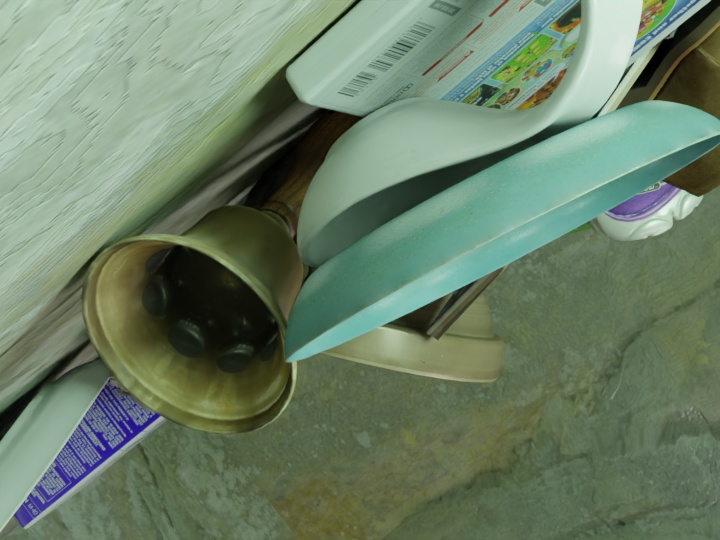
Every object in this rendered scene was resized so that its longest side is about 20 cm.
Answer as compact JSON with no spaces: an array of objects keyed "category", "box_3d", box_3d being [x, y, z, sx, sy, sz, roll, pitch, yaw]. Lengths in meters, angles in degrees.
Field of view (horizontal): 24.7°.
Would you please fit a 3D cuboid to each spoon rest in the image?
[{"category":"spoon rest","box_3d":[0.042,-0.056,0.630,0.099,0.061,0.200,-15,155,-40]}]

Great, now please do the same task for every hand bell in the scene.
[{"category":"hand bell","box_3d":[-0.038,-0.027,0.777,0.104,0.104,0.200,-39,-168,42]}]

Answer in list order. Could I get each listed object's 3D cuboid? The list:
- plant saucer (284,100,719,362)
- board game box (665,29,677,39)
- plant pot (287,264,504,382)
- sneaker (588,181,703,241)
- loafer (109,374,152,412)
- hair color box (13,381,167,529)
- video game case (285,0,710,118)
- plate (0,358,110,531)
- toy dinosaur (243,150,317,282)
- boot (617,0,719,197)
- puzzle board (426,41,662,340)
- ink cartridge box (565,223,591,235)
[{"category":"plant saucer","box_3d":[0.054,-0.019,0.659,0.199,0.028,0.200,-26,175,-2]},{"category":"board game box","box_3d":[0.202,-0.175,1.129,0.199,0.047,0.151,-26,-171,-10]},{"category":"plant pot","box_3d":[0.000,0.000,1.022,0.201,0.199,0.094,-27,132,-85]},{"category":"sneaker","box_3d":[0.203,-0.107,0.999,0.080,0.084,0.200,19,-120,48]},{"category":"loafer","box_3d":[-0.113,0.058,0.995,0.071,0.064,0.200,2,-178,0]},{"category":"hair color box","box_3d":[-0.176,0.098,1.210,0.199,0.065,0.109,-37,179,23]},{"category":"video game case","box_3d":[0.073,-0.106,0.675,0.143,0.018,0.199,-39,160,22]},{"category":"plate","box_3d":[-0.241,0.150,1.020,0.199,0.032,0.201,-40,-165,54]},{"category":"toy dinosaur","box_3d":[-0.031,-0.034,0.879,0.199,0.077,0.103,-13,138,-58]},{"category":"boot","box_3d":[0.194,-0.109,0.850,0.074,0.075,0.200,-51,176,-31]},{"category":"puzzle board","box_3d":[0.106,-0.061,0.892,0.201,0.017,0.151,-54,179,-19]},{"category":"ink cartridge box","box_3d":[0.088,-0.062,1.144,0.198,0.085,0.145,-14,-172,27]}]
